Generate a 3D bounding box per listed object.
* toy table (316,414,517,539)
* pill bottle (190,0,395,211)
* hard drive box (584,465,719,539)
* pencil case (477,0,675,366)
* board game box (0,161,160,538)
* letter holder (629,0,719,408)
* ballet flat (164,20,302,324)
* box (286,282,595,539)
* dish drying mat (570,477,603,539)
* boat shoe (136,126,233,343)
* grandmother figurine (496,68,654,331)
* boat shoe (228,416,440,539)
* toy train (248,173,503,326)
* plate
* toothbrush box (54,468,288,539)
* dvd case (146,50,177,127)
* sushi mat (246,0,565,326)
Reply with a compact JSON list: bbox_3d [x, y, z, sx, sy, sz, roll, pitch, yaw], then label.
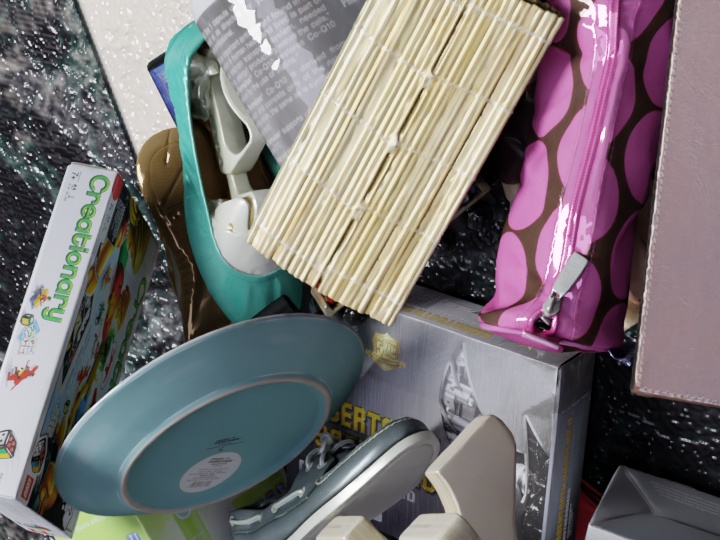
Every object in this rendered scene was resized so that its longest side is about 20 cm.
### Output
[{"bbox_3d":[0.046,0.182,0.892,0.117,0.184,0.200,49,147,-7],"label":"toy table"},{"bbox_3d":[-0.026,-0.135,0.931,0.114,0.114,0.200,-29,92,37],"label":"pill bottle"},{"bbox_3d":[0.197,0.238,0.969,0.156,0.077,0.200,17,118,17],"label":"hard drive box"},{"bbox_3d":[0.118,-0.056,0.847,0.091,0.094,0.200,11,94,20],"label":"pencil case"},{"bbox_3d":[-0.174,0.051,0.980,0.035,0.126,0.200,12,73,9],"label":"board game box"},{"bbox_3d":[0.224,-0.033,0.813,0.142,0.101,0.200,9,101,21],"label":"letter holder"},{"bbox_3d":[-0.074,-0.058,0.985,0.070,0.067,0.200,163,94,-69],"label":"ballet flat"},{"bbox_3d":[0.045,0.095,1.029,0.200,0.048,0.159,19,118,32],"label":"box"},{"bbox_3d":[0.118,0.221,1.062,0.077,0.018,0.200,36,124,15],"label":"dish drying mat"},{"bbox_3d":[-0.086,0.004,1.056,0.074,0.069,0.200,-17,92,2],"label":"boat shoe"},{"bbox_3d":[0.123,-0.068,0.921,0.121,0.061,0.200,-34,91,24],"label":"grandmother figurine"},{"bbox_3d":[-0.025,0.136,1.020,0.200,0.073,0.062,-47,62,43],"label":"boat shoe"},{"bbox_3d":[0.000,0.000,0.982,0.200,0.034,0.046,-38,118,3],"label":"toy train"},{"bbox_3d":[-0.083,0.096,0.967,0.200,0.200,0.026,-53,56,35],"label":"plate"},{"bbox_3d":[-0.120,0.172,1.116,0.086,0.146,0.200,-26,92,37],"label":"toothbrush box"},{"bbox_3d":[-0.036,-0.108,1.031,0.200,0.018,0.143,-25,94,38],"label":"dvd case"},{"bbox_3d":[0.019,-0.071,0.858,0.096,0.012,0.200,31,115,5],"label":"sushi mat"}]
